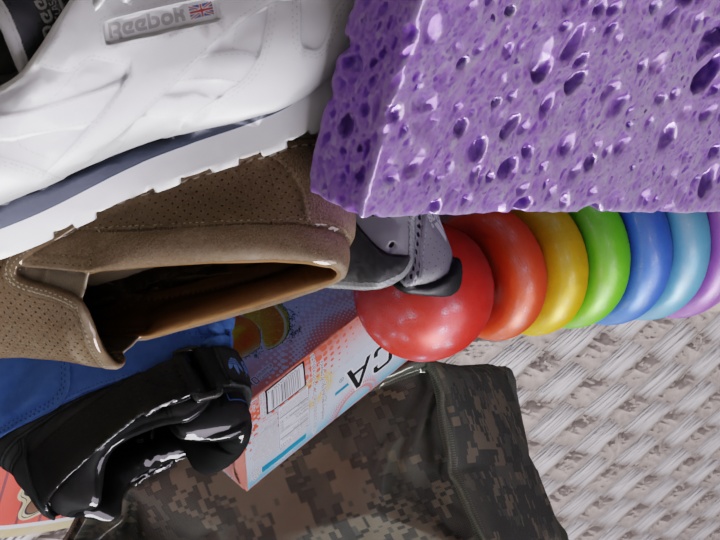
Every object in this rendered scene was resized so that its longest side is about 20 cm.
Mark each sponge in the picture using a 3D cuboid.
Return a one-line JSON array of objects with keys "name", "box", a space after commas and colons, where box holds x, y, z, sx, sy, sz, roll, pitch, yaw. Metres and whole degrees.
[{"name": "sponge", "box": [0.073, -0.074, 0.770, 0.200, 0.030, 0.112, -3, 116, -47]}]

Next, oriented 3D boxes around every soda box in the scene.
[{"name": "soda box", "box": [0.000, 0.000, 0.967, 0.200, 0.068, 0.064, -37, 151, -26]}]

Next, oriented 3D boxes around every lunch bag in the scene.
[{"name": "lunch bag", "box": [-0.024, 0.120, 1.060, 0.200, 0.118, 0.164, -19, 171, 14]}]

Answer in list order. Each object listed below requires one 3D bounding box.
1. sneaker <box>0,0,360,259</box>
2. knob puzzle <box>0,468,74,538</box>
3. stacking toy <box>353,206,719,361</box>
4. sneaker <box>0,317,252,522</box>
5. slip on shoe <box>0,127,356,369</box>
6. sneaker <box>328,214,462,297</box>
[{"name": "sneaker", "box": [-0.063, -0.077, 0.714, 0.200, 0.076, 0.081, -31, 138, -16]}, {"name": "knob puzzle", "box": [-0.102, 0.063, 1.014, 0.219, 0.030, 0.220, -35, 160, -15]}, {"name": "stacking toy", "box": [0.080, -0.004, 0.930, 0.200, 0.085, 0.085, -17, 150, -40]}, {"name": "sneaker", "box": [-0.057, 0.013, 0.865, 0.200, 0.111, 0.077, -37, 162, -11]}, {"name": "slip on shoe", "box": [-0.096, 0.004, 0.763, 0.200, 0.061, 0.076, -17, 152, 6]}, {"name": "sneaker", "box": [0.026, -0.054, 0.813, 0.200, 0.116, 0.075, -28, 178, 9]}]
